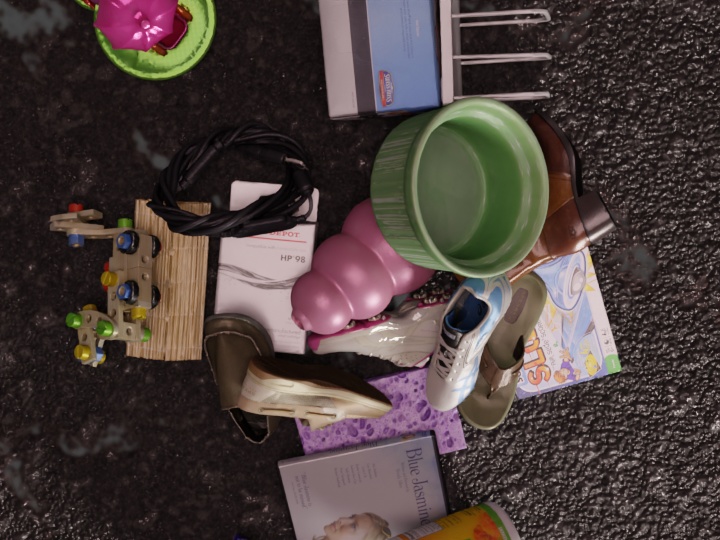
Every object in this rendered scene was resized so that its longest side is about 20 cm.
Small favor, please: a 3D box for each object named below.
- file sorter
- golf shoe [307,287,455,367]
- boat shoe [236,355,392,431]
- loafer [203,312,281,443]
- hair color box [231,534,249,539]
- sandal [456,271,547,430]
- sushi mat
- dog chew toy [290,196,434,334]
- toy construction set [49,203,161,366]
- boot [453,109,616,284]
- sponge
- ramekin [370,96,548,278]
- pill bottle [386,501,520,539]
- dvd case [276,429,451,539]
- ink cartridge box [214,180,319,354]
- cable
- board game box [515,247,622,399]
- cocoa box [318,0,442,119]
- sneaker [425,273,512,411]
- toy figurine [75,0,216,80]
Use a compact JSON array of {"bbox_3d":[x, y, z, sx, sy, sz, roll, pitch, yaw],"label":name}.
[{"bbox_3d":[0.158,-0.292,1.582,0.124,0.139,0.200,-1,95,9],"label":"file sorter"},{"bbox_3d":[0.037,0.085,1.653,0.200,0.075,0.092,-13,106,-6],"label":"golf shoe"},{"bbox_3d":[-0.054,0.153,1.611,0.200,0.072,0.065,14,106,-35],"label":"boat shoe"},{"bbox_3d":[-0.135,0.131,1.616,0.075,0.070,0.200,-9,132,14],"label":"loafer"},{"bbox_3d":[-0.085,0.418,1.686,0.200,0.065,0.109,21,102,-2],"label":"hair color box"},{"bbox_3d":[0.165,0.094,1.631,0.080,0.057,0.201,18,95,-1],"label":"sandal"},{"bbox_3d":[-0.237,0.012,1.682,0.096,0.012,0.200,4,95,0],"label":"sushi mat"},{"bbox_3d":[0.000,0.000,1.602,0.200,0.125,0.125,-41,94,-19],"label":"dog chew toy"},{"bbox_3d":[-0.307,0.012,1.646,0.131,0.092,0.200,-13,88,39],"label":"toy construction set"},{"bbox_3d":[0.182,-0.077,1.639,0.200,0.068,0.188,-29,73,13],"label":"boot"},{"bbox_3d":[0.022,0.189,1.690,0.200,0.030,0.112,-14,95,1],"label":"sponge"},{"bbox_3d":[0.107,-0.092,1.532,0.200,0.098,0.200,0,90,-36],"label":"ramekin"},{"bbox_3d":[0.089,0.362,1.636,0.200,0.111,0.111,-18,95,-18],"label":"pill bottle"},{"bbox_3d":[0.007,0.280,1.684,0.200,0.018,0.143,-12,111,1],"label":"dvd case"},{"bbox_3d":[-0.114,-0.005,1.653,0.116,0.067,0.200,5,95,1],"label":"ink cartridge box"},{"bbox_3d":[-0.158,-0.108,1.615,0.200,0.051,0.163,-11,57,-4],"label":"cable"},{"bbox_3d":[0.229,0.044,1.672,0.135,0.034,0.200,-17,95,3],"label":"board game box"},{"bbox_3d":[0.027,-0.280,1.589,0.131,0.133,0.200,-5,94,7],"label":"cocoa box"},{"bbox_3d":[0.112,0.082,1.588,0.072,0.072,0.200,45,128,35],"label":"sneaker"},{"bbox_3d":[-0.271,-0.315,1.567,0.200,0.184,0.150,38,94,-2],"label":"toy figurine"}]
